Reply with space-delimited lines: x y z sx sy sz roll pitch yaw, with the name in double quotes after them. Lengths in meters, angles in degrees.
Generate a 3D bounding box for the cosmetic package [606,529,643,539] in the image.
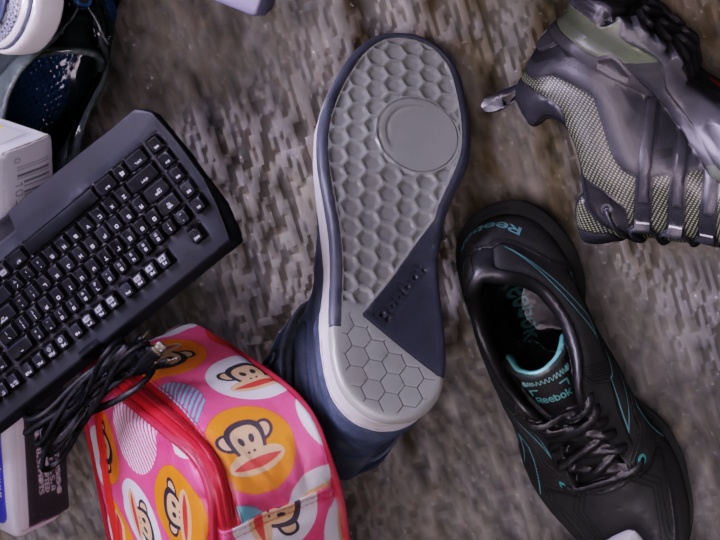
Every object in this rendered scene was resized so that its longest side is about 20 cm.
0.141 0.236 1.384 0.200 0.081 0.113 51 141 -7 "cosmetic package"

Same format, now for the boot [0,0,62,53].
-0.213 -0.180 1.311 0.073 0.090 0.201 -51 57 36 "boot"

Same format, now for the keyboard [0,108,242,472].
-0.136 0.022 1.293 0.200 0.040 0.104 -38 94 28 "keyboard"

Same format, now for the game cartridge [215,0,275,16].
-0.111 -0.203 1.219 0.199 0.038 0.130 22 111 11 "game cartridge"

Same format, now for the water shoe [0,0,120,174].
-0.134 -0.130 1.357 0.071 0.079 0.201 0 117 -29 "water shoe"

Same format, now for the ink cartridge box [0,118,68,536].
-0.225 0.007 1.406 0.199 0.047 0.199 21 123 40 "ink cartridge box"

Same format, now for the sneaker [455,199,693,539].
0.096 0.067 1.371 0.075 0.079 0.201 -26 100 15 "sneaker"

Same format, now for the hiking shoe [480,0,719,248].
0.153 -0.040 1.342 0.200 0.076 0.101 46 117 7 "hiking shoe"

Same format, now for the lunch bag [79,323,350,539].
-0.072 0.129 1.381 0.082 0.176 0.201 -20 119 -23 "lunch bag"

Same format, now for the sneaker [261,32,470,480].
-0.002 0.000 1.375 0.076 0.146 0.204 11 66 -9 "sneaker"
